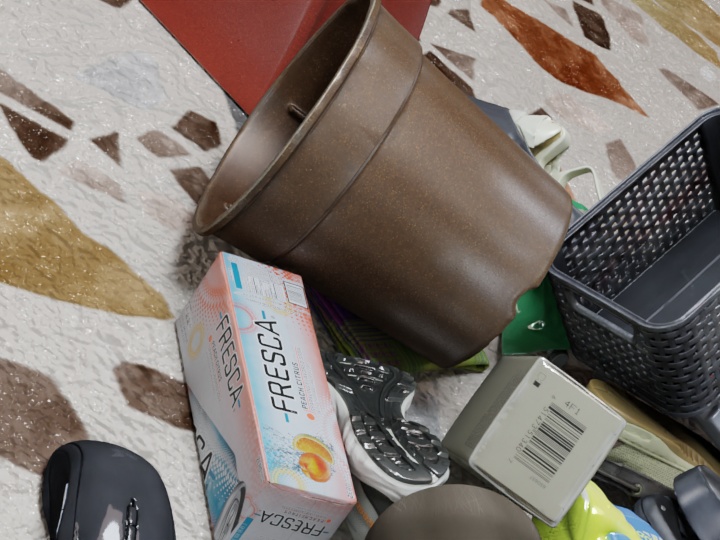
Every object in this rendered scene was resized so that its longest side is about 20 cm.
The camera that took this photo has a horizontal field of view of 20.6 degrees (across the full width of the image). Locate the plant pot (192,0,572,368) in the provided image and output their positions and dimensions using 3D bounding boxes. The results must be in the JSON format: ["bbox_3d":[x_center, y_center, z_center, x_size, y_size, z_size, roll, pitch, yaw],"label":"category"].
[{"bbox_3d":[0.023,-0.050,1.335,0.198,0.200,0.201,37,30,-13],"label":"plant pot"}]

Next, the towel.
[{"bbox_3d":[0.000,0.000,1.435,0.143,0.023,0.201,-4,50,-48],"label":"towel"}]

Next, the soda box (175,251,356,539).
[{"bbox_3d":[-0.061,0.083,1.218,0.063,0.069,0.201,17,35,-27],"label":"soda box"}]

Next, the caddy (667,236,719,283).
[{"bbox_3d":[0.306,0.060,1.511,0.199,0.142,0.105,32,-11,-10],"label":"caddy"}]

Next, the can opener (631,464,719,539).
[{"bbox_3d":[0.246,0.233,1.330,0.063,0.079,0.201,-7,63,-41],"label":"can opener"}]

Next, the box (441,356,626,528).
[{"bbox_3d":[0.104,0.104,1.249,0.068,0.082,0.200,36,-2,0],"label":"box"}]

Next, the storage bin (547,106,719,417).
[{"bbox_3d":[0.244,-0.009,1.401,0.200,0.094,0.135,-40,43,-18],"label":"storage bin"}]

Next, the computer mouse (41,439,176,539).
[{"bbox_3d":[-0.107,0.167,1.082,0.139,0.046,0.201,22,34,-19],"label":"computer mouse"}]

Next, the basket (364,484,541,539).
[{"bbox_3d":[0.055,0.218,1.081,0.135,0.182,0.200,8,25,-4],"label":"basket"}]

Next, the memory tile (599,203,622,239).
[{"bbox_3d":[0.238,0.023,1.642,0.153,0.017,0.200,38,32,2],"label":"memory tile"}]

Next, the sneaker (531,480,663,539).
[{"bbox_3d":[0.185,0.224,1.267,0.105,0.076,0.201,17,44,-46],"label":"sneaker"}]

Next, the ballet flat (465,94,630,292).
[{"bbox_3d":[0.141,-0.069,1.502,0.073,0.073,0.201,-1,51,-45],"label":"ballet flat"}]

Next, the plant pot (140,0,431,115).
[{"bbox_3d":[-0.044,-0.259,1.588,0.200,0.177,0.199,47,33,17],"label":"plant pot"}]

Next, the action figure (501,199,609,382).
[{"bbox_3d":[0.155,0.001,1.538,0.117,0.055,0.201,4,44,-9],"label":"action figure"}]

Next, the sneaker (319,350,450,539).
[{"bbox_3d":[0.000,0.110,1.248,0.073,0.080,0.200,12,20,-14],"label":"sneaker"}]

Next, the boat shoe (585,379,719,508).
[{"bbox_3d":[0.214,0.144,1.412,0.199,0.065,0.073,34,16,-30],"label":"boat shoe"}]

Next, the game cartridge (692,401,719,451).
[{"bbox_3d":[0.335,0.075,1.446,0.200,0.041,0.133,-45,107,-19],"label":"game cartridge"}]
